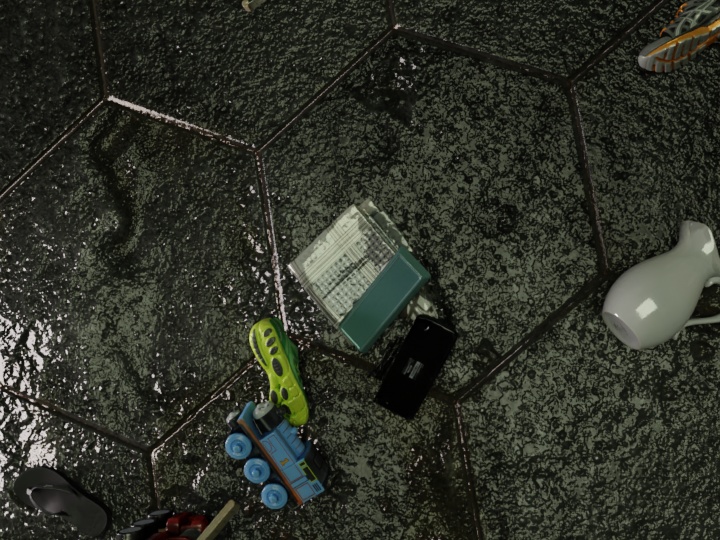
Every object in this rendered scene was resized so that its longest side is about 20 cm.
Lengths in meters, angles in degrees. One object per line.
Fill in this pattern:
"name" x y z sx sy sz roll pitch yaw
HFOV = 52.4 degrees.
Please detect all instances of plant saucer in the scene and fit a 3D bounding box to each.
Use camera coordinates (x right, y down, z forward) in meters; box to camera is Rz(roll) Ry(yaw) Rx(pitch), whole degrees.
"plant saucer" 0.034 0.053 1.211 0.070 0.019 0.201 45 121 12

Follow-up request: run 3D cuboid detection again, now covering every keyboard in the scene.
"keyboard" 0.083 0.152 1.230 0.103 0.040 0.202 28 118 4

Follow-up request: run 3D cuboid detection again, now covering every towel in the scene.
"towel" 0.000 0.000 1.281 0.199 0.035 0.193 -40 81 4

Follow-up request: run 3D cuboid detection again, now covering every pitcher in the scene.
"pitcher" 0.498 0.048 1.163 0.199 0.121 0.172 -40 96 -7

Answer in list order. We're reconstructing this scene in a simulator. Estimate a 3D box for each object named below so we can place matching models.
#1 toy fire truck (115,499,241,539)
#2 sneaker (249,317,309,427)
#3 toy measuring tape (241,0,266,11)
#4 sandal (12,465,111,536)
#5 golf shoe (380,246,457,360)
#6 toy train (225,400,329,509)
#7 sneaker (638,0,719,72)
"toy fire truck" -0.286 0.446 1.224 0.196 0.176 0.131 -6 84 8
"sneaker" -0.126 0.174 1.268 0.073 0.083 0.203 -10 103 27
"toy measuring tape" -0.144 -0.556 1.328 0.199 0.074 0.074 -35 81 5
"sandal" -0.548 0.418 1.336 0.197 0.043 0.077 21 89 10
"golf shoe" 0.100 0.062 1.236 0.093 0.078 0.203 -17 102 24
"toy train" -0.142 0.309 1.240 0.113 0.087 0.201 -32 98 11
"sneaker" 0.543 -0.400 1.207 0.198 0.078 0.078 -30 69 3
